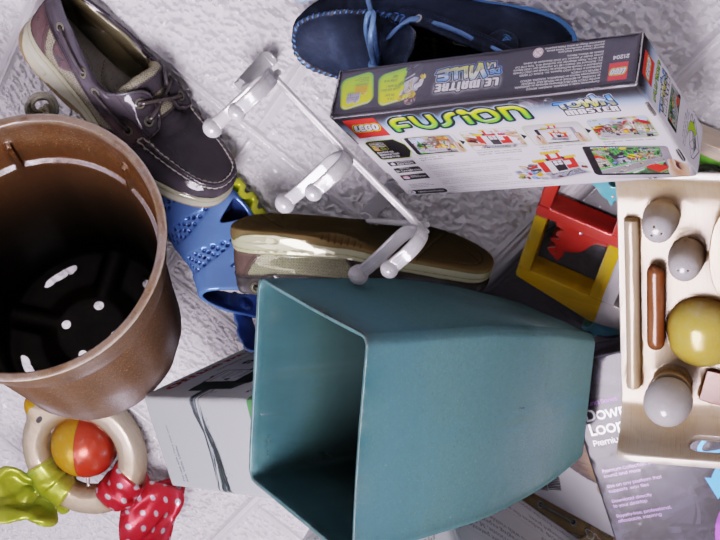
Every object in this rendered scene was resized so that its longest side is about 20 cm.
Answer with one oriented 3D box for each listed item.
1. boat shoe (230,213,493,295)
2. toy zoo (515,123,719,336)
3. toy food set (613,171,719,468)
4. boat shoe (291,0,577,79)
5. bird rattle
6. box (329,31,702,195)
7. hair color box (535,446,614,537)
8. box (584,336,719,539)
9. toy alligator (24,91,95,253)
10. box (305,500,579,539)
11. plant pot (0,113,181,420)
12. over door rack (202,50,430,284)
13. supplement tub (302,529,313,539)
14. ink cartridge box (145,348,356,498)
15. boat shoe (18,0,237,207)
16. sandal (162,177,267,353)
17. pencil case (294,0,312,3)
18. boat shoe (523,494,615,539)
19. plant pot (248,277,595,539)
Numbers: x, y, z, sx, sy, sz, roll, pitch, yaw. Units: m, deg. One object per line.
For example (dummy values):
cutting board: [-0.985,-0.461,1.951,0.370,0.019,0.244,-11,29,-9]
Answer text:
boat shoe: [0.000,0.000,1.022,0.199,0.073,0.065,10,113,17]
toy zoo: [0.183,-0.024,0.942,0.131,0.020,0.201,24,135,11]
toy food set: [0.231,0.032,0.874,0.143,0.060,0.201,2,112,19]
boat shoe: [0.038,-0.145,0.892,0.199,0.069,0.085,4,128,28]
bird rattle: [-0.267,0.198,1.358,0.199,0.113,0.164,7,114,22]
box: [0.094,-0.090,0.838,0.199,0.035,0.110,-2,155,31]
hair color box: [0.157,0.120,1.053,0.199,0.065,0.110,27,135,7]
box: [0.235,0.134,0.963,0.142,0.036,0.201,-16,100,22]
toy alligator: [-0.241,-0.090,1.111,0.200,0.059,0.054,86,161,-55]
box: [0.058,0.265,1.024,0.200,0.131,0.199,37,111,-27]
plant pot: [-0.228,0.015,1.049,0.199,0.201,0.198,24,162,12]
over door rack: [-0.031,-0.067,0.916,0.067,0.200,0.148,-43,102,5]
supplement tub: [0.049,0.271,1.199,0.200,0.132,0.132,36,137,-2]
ink cartridge box: [-0.053,0.109,1.074,0.199,0.146,0.084,-6,104,51]
boat shoe: [-0.169,-0.130,1.032,0.200,0.072,0.065,44,141,-1]
sandal: [-0.103,-0.008,1.085,0.200,0.087,0.079,41,138,-3]
pencil case: [0.019,-0.228,0.821,0.199,0.083,0.091,-13,97,39]
boat shoe: [0.151,0.209,1.122,0.200,0.076,0.072,36,135,-2]
plant pot: [0.047,0.083,0.914,0.141,0.199,0.142,25,115,55]
